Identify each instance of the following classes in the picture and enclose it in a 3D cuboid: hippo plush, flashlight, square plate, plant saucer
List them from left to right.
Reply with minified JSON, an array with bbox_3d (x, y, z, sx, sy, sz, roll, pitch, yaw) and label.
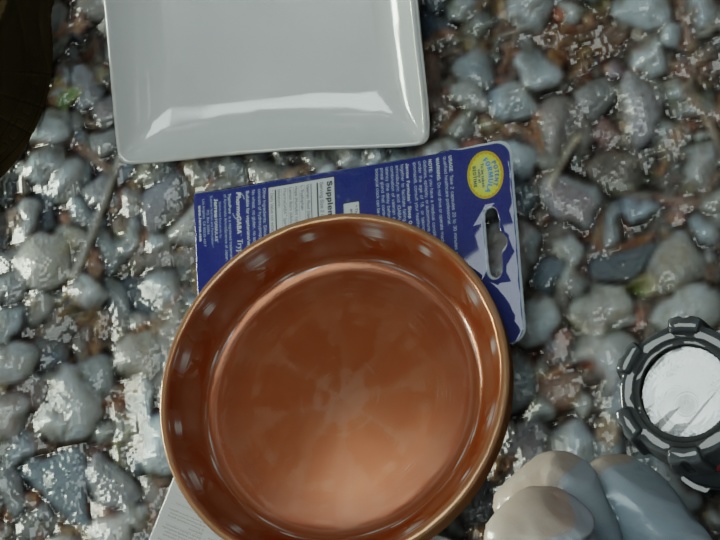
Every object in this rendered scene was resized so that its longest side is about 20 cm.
[{"bbox_3d":[-0.059,-0.169,1.089,0.198,0.028,0.200,-3,98,15],"label":"square plate"},{"bbox_3d":[-0.013,0.067,0.996,0.199,0.032,0.202,-7,68,16],"label":"plant saucer"},{"bbox_3d":[0.122,0.196,0.913,0.162,0.199,0.160,-64,30,21],"label":"hippo plush"},{"bbox_3d":[0.172,0.075,0.875,0.068,0.200,0.068,-36,66,9],"label":"flashlight"}]

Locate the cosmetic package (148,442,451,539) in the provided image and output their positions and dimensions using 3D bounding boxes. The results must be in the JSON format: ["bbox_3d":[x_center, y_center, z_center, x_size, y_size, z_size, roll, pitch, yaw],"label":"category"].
[{"bbox_3d":[-0.019,0.167,1.007,0.199,0.051,0.083,19,79,24],"label":"cosmetic package"}]

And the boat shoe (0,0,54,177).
[{"bbox_3d":[-0.241,-0.153,1.173,0.066,0.074,0.202,6,79,39],"label":"boat shoe"}]

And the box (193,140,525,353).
[{"bbox_3d":[0.000,0.000,1.054,0.199,0.032,0.122,-9,74,20],"label":"box"}]
